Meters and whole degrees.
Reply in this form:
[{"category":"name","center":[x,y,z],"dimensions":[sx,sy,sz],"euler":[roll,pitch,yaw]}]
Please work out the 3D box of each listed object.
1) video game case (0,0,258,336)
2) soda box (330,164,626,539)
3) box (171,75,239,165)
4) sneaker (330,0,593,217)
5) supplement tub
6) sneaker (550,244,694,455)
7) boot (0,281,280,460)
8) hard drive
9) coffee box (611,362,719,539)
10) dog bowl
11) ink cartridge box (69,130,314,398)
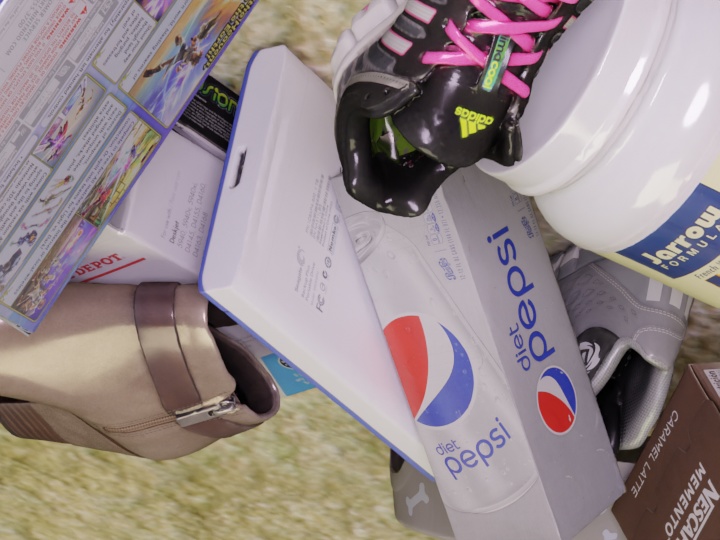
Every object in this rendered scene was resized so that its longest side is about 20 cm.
[{"category":"video game case","center":[-0.127,-0.084,1.082],"dimensions":[0.045,0.200,0.181],"euler":[33,177,21]},{"category":"soda box","center":[0.058,0.033,1.286],"dimensions":[0.063,0.068,0.200],"euler":[-11,103,38]},{"category":"box","center":[-0.071,-0.040,1.357],"dimensions":[0.110,0.035,0.200],"euler":[-16,142,42]},{"category":"sneaker","center":[0.046,-0.085,1.007],"dimensions":[0.074,0.088,0.200],"euler":[19,144,-22]},{"category":"supplement tub","center":[0.160,-0.058,1.114],"dimensions":[0.200,0.145,0.145],"euler":[23,150,-21]},{"category":"sneaker","center":[0.102,0.054,1.378],"dimensions":[0.075,0.116,0.200],"euler":[22,151,-18]},{"category":"boot","center":[-0.133,0.027,1.263],"dimensions":[0.146,0.070,0.200],"euler":[-9,148,25]},{"category":"hard drive","center":[0.000,0.000,1.299],"dimensions":[0.025,0.132,0.200],"euler":[-10,146,34]},{"category":"coffee box","center":[0.244,0.105,1.348],"dimensions":[0.200,0.080,0.114],"euler":[-3,135,-25]},{"category":"dog bowl","center":[0.108,0.119,1.462],"dimensions":[0.200,0.059,0.200],"euler":[6,-178,0]},{"category":"ink cartridge box","center":[-0.100,-0.008,1.317],"dimensions":[0.200,0.067,0.116],"euler":[32,147,-33]}]
